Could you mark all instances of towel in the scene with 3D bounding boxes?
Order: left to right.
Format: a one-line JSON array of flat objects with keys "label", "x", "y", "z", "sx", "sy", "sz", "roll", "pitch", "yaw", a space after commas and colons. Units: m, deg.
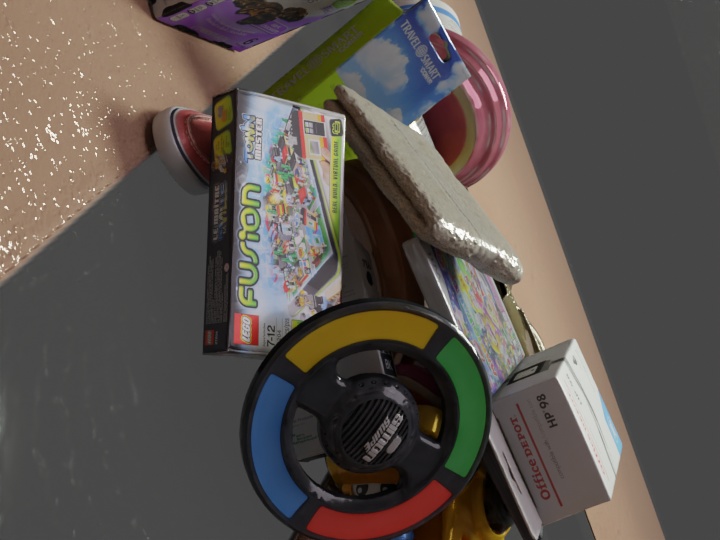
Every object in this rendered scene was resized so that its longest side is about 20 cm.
[{"label": "towel", "x": 0.050, "y": -0.072, "z": 1.019, "sx": 0.132, "sy": 0.034, "sz": 0.200, "roll": 24, "pitch": 25, "yaw": -46}]

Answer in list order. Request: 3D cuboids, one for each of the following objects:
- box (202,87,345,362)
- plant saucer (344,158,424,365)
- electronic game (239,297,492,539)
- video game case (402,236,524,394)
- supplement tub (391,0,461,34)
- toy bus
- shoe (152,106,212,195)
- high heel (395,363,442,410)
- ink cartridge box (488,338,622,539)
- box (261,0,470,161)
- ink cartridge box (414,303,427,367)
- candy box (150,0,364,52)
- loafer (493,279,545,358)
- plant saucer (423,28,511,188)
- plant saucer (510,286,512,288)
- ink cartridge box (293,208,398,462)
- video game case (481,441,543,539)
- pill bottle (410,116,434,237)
[{"label": "box", "x": -0.065, "y": -0.031, "z": 0.927, "sx": 0.110, "sy": 0.035, "sz": 0.200, "roll": 8, "pitch": 79, "yaw": -41}, {"label": "plant saucer", "x": 0.000, "y": 0.000, "z": 1.086, "sx": 0.200, "sy": 0.032, "sz": 0.201, "roll": 169, "pitch": -90, "yaw": -68}, {"label": "electronic game", "x": 0.007, "y": 0.117, "z": 0.911, "sx": 0.200, "sy": 0.200, "sz": 0.042, "roll": 65, "pitch": -9, "yaw": -22}, {"label": "video game case", "x": 0.095, "y": 0.030, "z": 1.044, "sx": 0.143, "sy": 0.018, "sz": 0.200, "roll": 67, "pitch": 18, "yaw": 0}, {"label": "supplement tub", "x": 0.075, "y": -0.236, "z": 1.526, "sx": 0.132, "sy": 0.132, "sz": 0.200, "roll": 46, "pitch": 32, "yaw": -54}, {"label": "toy bus", "x": 0.043, "y": 0.231, "z": 1.034, "sx": 0.200, "sy": 0.135, "sz": 0.192, "roll": 50, "pitch": 44, "yaw": -45}, {"label": "shoe", "x": -0.086, "y": -0.099, "z": 0.986, "sx": 0.200, "sy": 0.091, "sz": 0.072, "roll": 24, "pitch": 51, "yaw": -67}, {"label": "high heel", "x": 0.081, "y": 0.100, "z": 1.092, "sx": 0.200, "sy": 0.067, "sz": 0.096, "roll": 38, "pitch": 54, "yaw": -47}, {"label": "ink cartridge box", "x": 0.170, "y": 0.141, "z": 1.040, "sx": 0.116, "sy": 0.067, "sz": 0.200, "roll": 66, "pitch": 18, "yaw": -2}, {"label": "box", "x": -0.004, "y": -0.163, "z": 1.119, "sx": 0.048, "sy": 0.200, "sz": 0.122, "roll": 51, "pitch": 1, "yaw": 40}, {"label": "ink cartridge box", "x": 0.064, "y": 0.105, "z": 1.250, "sx": 0.200, "sy": 0.083, "sz": 0.147, "roll": -65, "pitch": 135, "yaw": -64}, {"label": "candy box", "x": -0.063, "y": -0.269, "z": 1.037, "sx": 0.168, "sy": 0.200, "sz": 0.072, "roll": -1, "pitch": 74, "yaw": -71}, {"label": "loafer", "x": 0.139, "y": 0.055, "z": 1.271, "sx": 0.200, "sy": 0.076, "sz": 0.067, "roll": 64, "pitch": 19, "yaw": 5}, {"label": "plant saucer", "x": 0.068, "y": -0.174, "z": 1.352, "sx": 0.051, "sy": 0.200, "sz": 0.201, "roll": -47, "pitch": 119, "yaw": -54}, {"label": "plant saucer", "x": 0.126, "y": -0.049, "z": 1.505, "sx": 0.200, "sy": 0.032, "sz": 0.200, "roll": 46, "pitch": 3, "yaw": -3}, {"label": "ink cartridge box", "x": -0.029, "y": 0.051, "z": 1.001, "sx": 0.039, "sy": 0.099, "sz": 0.200, "roll": 21, "pitch": 55, "yaw": -65}, {"label": "video game case", "x": 0.131, "y": 0.134, "z": 1.074, "sx": 0.143, "sy": 0.019, "sz": 0.200, "roll": 62, "pitch": 19, "yaw": -11}, {"label": "pill bottle", "x": 0.025, "y": -0.123, "z": 1.301, "sx": 0.113, "sy": 0.113, "sz": 0.200, "roll": -63, "pitch": 133, "yaw": -65}]
